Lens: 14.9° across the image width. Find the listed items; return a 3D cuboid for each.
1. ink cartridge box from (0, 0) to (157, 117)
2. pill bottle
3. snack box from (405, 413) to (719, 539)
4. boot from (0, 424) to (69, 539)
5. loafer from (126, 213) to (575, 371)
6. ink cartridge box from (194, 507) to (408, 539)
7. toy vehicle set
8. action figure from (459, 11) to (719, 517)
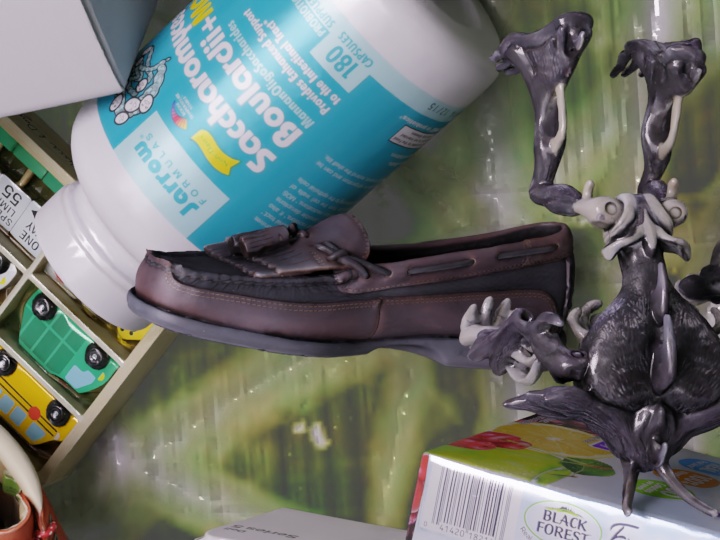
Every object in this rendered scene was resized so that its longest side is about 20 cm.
[{"bbox_3d":[-0.200,-0.152,1.163,0.200,0.147,0.146,-10,123,17],"label":"ink cartridge box"},{"bbox_3d":[-0.045,-0.062,1.159,0.200,0.111,0.111,-42,79,18],"label":"pill bottle"},{"bbox_3d":[0.136,0.110,1.089,0.200,0.142,0.053,14,100,22],"label":"snack box"},{"bbox_3d":[-0.157,0.135,1.218,0.075,0.107,0.200,-35,103,-19],"label":"boot"},{"bbox_3d":[0.000,0.000,1.122,0.072,0.200,0.063,34,113,57],"label":"loafer"},{"bbox_3d":[0.002,0.214,1.187,0.145,0.084,0.200,8,99,25],"label":"ink cartridge box"},{"bbox_3d":[-0.176,-0.012,1.272,0.200,0.027,0.124,42,110,13],"label":"toy vehicle set"},{"bbox_3d":[0.103,0.006,1.076,0.119,0.102,0.200,0,73,-9],"label":"action figure"}]
